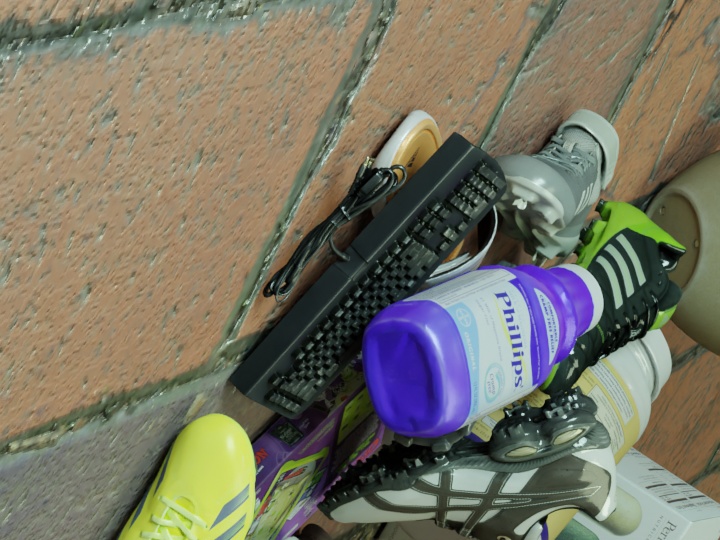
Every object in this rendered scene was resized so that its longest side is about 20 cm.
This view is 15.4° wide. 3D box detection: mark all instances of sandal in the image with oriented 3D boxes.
[{"bbox_3d":[0.047,-0.026,1.637,0.079,0.059,0.207,-52,161,-12],"label":"sandal"}]

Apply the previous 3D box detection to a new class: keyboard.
[{"bbox_3d":[0.000,0.000,1.562,0.200,0.021,0.127,-48,145,5],"label":"keyboard"}]

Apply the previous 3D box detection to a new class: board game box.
[{"bbox_3d":[-0.047,0.133,1.714,0.200,0.032,0.120,-43,155,-35],"label":"board game box"}]

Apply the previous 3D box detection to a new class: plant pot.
[{"bbox_3d":[0.303,-0.016,2.154,0.134,0.200,0.200,4,125,-28],"label":"plant pot"}]

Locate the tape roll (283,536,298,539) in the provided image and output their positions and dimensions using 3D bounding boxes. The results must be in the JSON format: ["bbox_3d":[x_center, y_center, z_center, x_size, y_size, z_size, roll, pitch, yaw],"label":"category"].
[{"bbox_3d":[-0.097,0.253,1.707,0.203,0.037,0.203,-46,171,-10],"label":"tape roll"}]

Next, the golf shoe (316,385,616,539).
[{"bbox_3d":[0.070,0.147,1.713,0.200,0.095,0.078,-17,-166,22],"label":"golf shoe"}]

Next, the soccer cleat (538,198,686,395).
[{"bbox_3d":[0.173,0.023,1.821,0.068,0.081,0.200,-62,179,41],"label":"soccer cleat"}]

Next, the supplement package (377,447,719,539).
[{"bbox_3d":[0.151,0.198,2.049,0.152,0.200,0.151,-60,162,8],"label":"supplement package"}]

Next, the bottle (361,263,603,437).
[{"bbox_3d":[0.080,0.040,1.637,0.200,0.065,0.084,-20,102,-52],"label":"bottle"}]

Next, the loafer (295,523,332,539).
[{"bbox_3d":[-0.015,0.225,1.888,0.063,0.072,0.200,-59,159,-5],"label":"loafer"}]

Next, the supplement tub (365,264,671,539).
[{"bbox_3d":[0.115,0.105,1.890,0.200,0.145,0.145,-46,159,-28],"label":"supplement tub"}]

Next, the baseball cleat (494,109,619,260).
[{"bbox_3d":[0.127,-0.068,1.780,0.107,0.070,0.200,-61,172,-7],"label":"baseball cleat"}]

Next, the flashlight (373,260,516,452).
[{"bbox_3d":[0.070,0.057,1.744,0.068,0.068,0.200,-34,-169,23],"label":"flashlight"}]

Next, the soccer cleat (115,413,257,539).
[{"bbox_3d":[-0.122,0.174,1.535,0.200,0.065,0.084,-61,159,14],"label":"soccer cleat"}]
